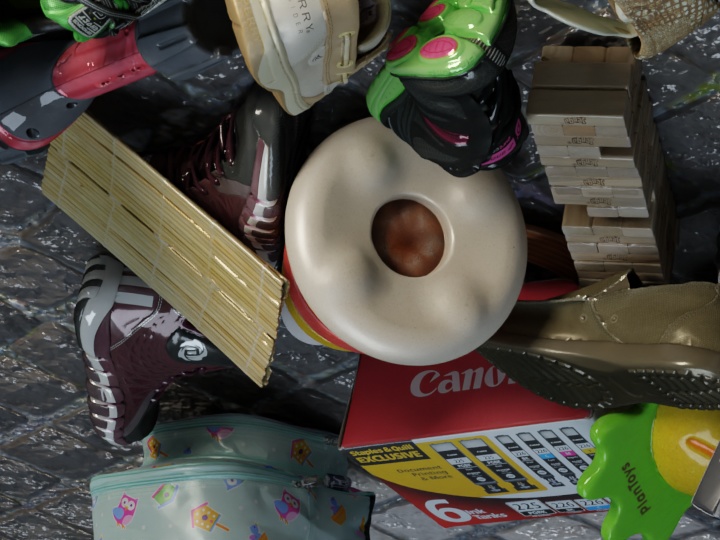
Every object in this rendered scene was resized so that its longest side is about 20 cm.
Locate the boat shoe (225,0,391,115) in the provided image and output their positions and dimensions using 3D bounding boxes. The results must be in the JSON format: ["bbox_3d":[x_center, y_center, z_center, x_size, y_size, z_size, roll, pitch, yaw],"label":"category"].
[{"bbox_3d":[-0.018,-0.122,1.087,0.069,0.074,0.200,-17,-178,6],"label":"boat shoe"}]

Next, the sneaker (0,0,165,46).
[{"bbox_3d":[-0.112,-0.153,1.103,0.200,0.085,0.078,-9,145,28],"label":"sneaker"}]

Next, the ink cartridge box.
[{"bbox_3d":[0.094,0.090,1.424,0.200,0.084,0.176,-11,144,36],"label":"ink cartridge box"}]

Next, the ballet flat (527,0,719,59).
[{"bbox_3d":[0.090,-0.159,1.028,0.200,0.071,0.065,31,109,-29],"label":"ballet flat"}]

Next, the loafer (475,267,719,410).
[{"bbox_3d":[0.148,0.038,1.264,0.200,0.067,0.076,6,152,44],"label":"loafer"}]

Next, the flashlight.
[{"bbox_3d":[-0.147,-0.112,1.205,0.068,0.068,0.200,18,156,-42],"label":"flashlight"}]

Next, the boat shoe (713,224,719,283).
[{"bbox_3d":[0.253,-0.033,1.213,0.067,0.057,0.200,16,151,-8],"label":"boat shoe"}]

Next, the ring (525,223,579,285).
[{"bbox_3d":[0.082,0.014,1.400,0.200,0.019,0.200,9,150,5],"label":"ring"}]

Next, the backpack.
[{"bbox_3d":[-0.101,0.185,1.615,0.176,0.154,0.200,-9,170,35],"label":"backpack"}]

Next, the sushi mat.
[{"bbox_3d":[-0.118,-0.021,1.283,0.200,0.012,0.096,40,141,21],"label":"sushi mat"}]

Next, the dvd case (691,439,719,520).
[{"bbox_3d":[0.283,0.092,1.292,0.025,0.150,0.200,26,-177,42],"label":"dvd case"}]

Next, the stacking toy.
[{"bbox_3d":[0.000,0.000,1.304,0.146,0.146,0.200,20,161,-15],"label":"stacking toy"}]

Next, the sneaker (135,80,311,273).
[{"bbox_3d":[-0.094,-0.057,1.284,0.115,0.076,0.200,16,150,4],"label":"sneaker"}]

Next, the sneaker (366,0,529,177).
[{"bbox_3d":[0.057,-0.095,1.106,0.084,0.077,0.200,45,175,1],"label":"sneaker"}]

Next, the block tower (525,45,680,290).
[{"bbox_3d":[0.140,-0.052,1.224,0.058,0.054,0.200,3,151,16],"label":"block tower"}]

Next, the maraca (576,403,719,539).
[{"bbox_3d":[0.216,0.088,1.330,0.107,0.200,0.137,37,162,54],"label":"maraca"}]

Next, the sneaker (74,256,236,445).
[{"bbox_3d":[-0.127,0.066,1.497,0.115,0.076,0.200,5,150,5],"label":"sneaker"}]
